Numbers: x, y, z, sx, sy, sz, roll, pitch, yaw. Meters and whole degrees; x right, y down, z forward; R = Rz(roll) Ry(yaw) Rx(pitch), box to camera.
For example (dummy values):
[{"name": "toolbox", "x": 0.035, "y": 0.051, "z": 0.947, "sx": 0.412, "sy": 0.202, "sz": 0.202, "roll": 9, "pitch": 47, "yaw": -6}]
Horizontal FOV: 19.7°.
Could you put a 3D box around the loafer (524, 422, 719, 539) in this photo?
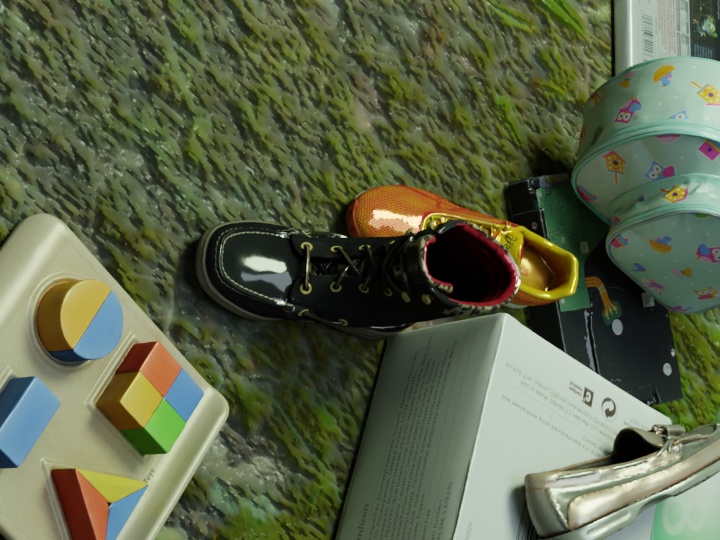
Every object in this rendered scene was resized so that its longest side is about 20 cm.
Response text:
[{"name": "loafer", "x": 0.195, "y": 0.141, "z": 1.481, "sx": 0.199, "sy": 0.072, "sz": 0.063, "roll": -23, "pitch": 90, "yaw": -40}]

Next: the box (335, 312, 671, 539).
[{"name": "box", "x": 0.106, "y": 0.166, "z": 1.527, "sx": 0.199, "sy": 0.130, "sz": 0.201, "roll": 32, "pitch": 61, "yaw": -34}]

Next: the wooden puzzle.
[{"name": "wooden puzzle", "x": -0.183, "y": 0.090, "z": 1.338, "sx": 0.200, "sy": 0.046, "sz": 0.186, "roll": 48, "pitch": 54, "yaw": -25}]

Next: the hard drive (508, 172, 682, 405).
[{"name": "hard drive", "x": 0.193, "y": 0.018, "z": 1.697, "sx": 0.139, "sy": 0.038, "sz": 0.201, "roll": -9, "pitch": 89, "yaw": -43}]

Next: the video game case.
[{"name": "video game case", "x": 0.291, "y": -0.235, "z": 1.846, "sx": 0.181, "sy": 0.023, "sz": 0.201, "roll": 11, "pitch": 74, "yaw": -40}]

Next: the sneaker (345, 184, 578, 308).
[{"name": "sneaker", "x": 0.080, "y": -0.025, "z": 1.573, "sx": 0.199, "sy": 0.077, "sz": 0.073, "roll": 15, "pitch": 73, "yaw": -29}]

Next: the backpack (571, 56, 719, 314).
[{"name": "backpack", "x": 0.266, "y": -0.069, "z": 1.638, "sx": 0.200, "sy": 0.175, "sz": 0.154, "roll": 41, "pitch": 53, "yaw": -24}]

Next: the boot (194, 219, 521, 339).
[{"name": "boot", "x": 0.000, "y": 0.000, "z": 1.449, "sx": 0.199, "sy": 0.150, "sz": 0.074, "roll": 19, "pitch": 69, "yaw": -38}]

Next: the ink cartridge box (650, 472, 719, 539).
[{"name": "ink cartridge box", "x": 0.284, "y": 0.233, "z": 1.644, "sx": 0.199, "sy": 0.050, "sz": 0.162, "roll": 2, "pitch": 89, "yaw": -35}]
